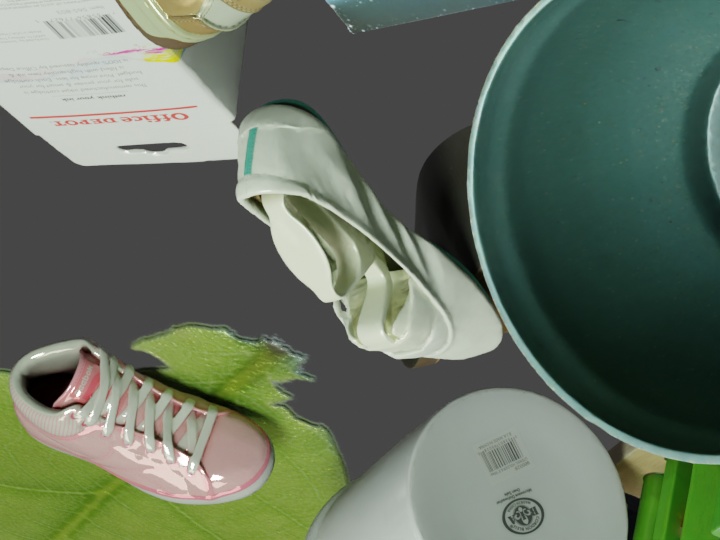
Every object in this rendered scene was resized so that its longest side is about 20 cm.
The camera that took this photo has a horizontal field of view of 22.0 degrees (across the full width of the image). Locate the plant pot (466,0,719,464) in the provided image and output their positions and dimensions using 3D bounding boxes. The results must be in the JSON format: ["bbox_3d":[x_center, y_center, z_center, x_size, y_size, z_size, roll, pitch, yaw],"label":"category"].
[{"bbox_3d":[0.162,-0.038,0.765,0.199,0.134,0.202,15,114,37],"label":"plant pot"}]

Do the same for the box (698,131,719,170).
[{"bbox_3d":[0.241,-0.038,0.883,0.199,0.046,0.159,-14,139,43],"label":"box"}]

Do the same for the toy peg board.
[{"bbox_3d":[0.271,0.164,1.174,0.198,0.099,0.200,21,152,-8],"label":"toy peg board"}]

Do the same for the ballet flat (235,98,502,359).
[{"bbox_3d":[0.000,0.000,0.933,0.069,0.070,0.200,-10,136,39],"label":"ballet flat"}]

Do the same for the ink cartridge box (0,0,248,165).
[{"bbox_3d":[-0.129,-0.120,0.880,0.114,0.069,0.200,-1,159,20],"label":"ink cartridge box"}]

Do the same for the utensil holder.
[{"bbox_3d":[0.068,0.188,1.251,0.169,0.171,0.200,22,150,-11],"label":"utensil holder"}]

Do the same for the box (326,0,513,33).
[{"bbox_3d":[0.044,-0.169,0.762,0.199,0.038,0.137,-6,144,36],"label":"box"}]

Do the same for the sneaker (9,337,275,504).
[{"bbox_3d":[-0.161,0.107,1.322,0.198,0.076,0.105,15,157,11],"label":"sneaker"}]

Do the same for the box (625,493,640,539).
[{"bbox_3d":[0.176,0.293,1.344,0.122,0.201,0.199,18,152,-5],"label":"box"}]

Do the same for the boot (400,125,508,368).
[{"bbox_3d":[0.071,-0.017,1.014,0.075,0.074,0.200,-9,152,-17],"label":"boot"}]

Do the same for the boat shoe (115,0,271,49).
[{"bbox_3d":[-0.097,-0.185,0.737,0.076,0.072,0.201,-12,122,47],"label":"boat shoe"}]
